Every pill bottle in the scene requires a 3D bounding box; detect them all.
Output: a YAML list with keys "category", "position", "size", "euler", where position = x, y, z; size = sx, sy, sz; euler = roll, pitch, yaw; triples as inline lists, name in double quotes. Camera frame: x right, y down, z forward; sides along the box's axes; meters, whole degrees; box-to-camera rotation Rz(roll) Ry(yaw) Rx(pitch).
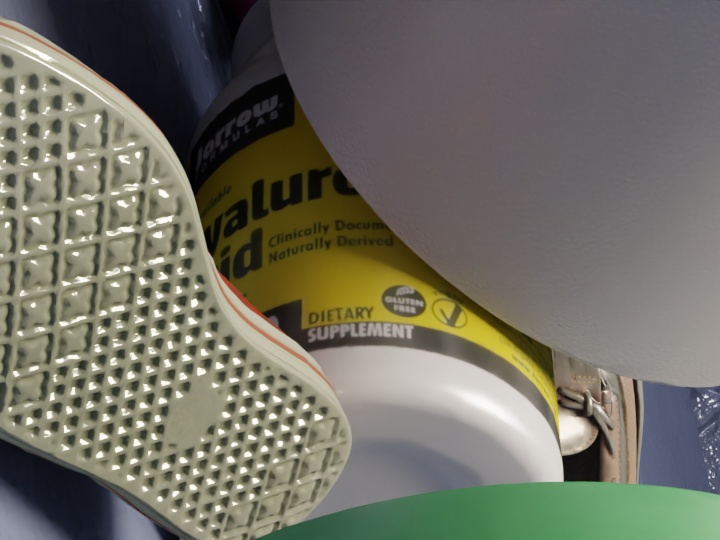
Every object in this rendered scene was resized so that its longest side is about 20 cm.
- category: "pill bottle"
  position: [0.000, 0.000, 0.758]
  size: [0.201, 0.111, 0.112]
  euler: [-92, 165, -46]

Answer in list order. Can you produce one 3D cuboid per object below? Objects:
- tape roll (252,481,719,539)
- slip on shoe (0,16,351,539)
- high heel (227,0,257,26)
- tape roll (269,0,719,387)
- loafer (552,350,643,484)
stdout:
- category: "tape roll"
  position: [0.033, 0.119, 0.554]
  size: [0.201, 0.199, 0.048]
  euler: [64, 17, -50]
- category: "slip on shoe"
  position: [-0.065, 0.003, 0.575]
  size: [0.061, 0.074, 0.200]
  euler: [43, -4, 34]
- category: "high heel"
  position: [-0.048, -0.159, 0.887]
  size: [0.200, 0.067, 0.096]
  euler: [58, -20, -19]
- category: "tape roll"
  position: [0.092, -0.086, 0.717]
  size: [0.202, 0.139, 0.203]
  euler: [23, 39, -21]
- category: "loafer"
  position: [0.068, 0.071, 0.919]
  size: [0.063, 0.071, 0.201]
  euler: [-58, 138, -64]
